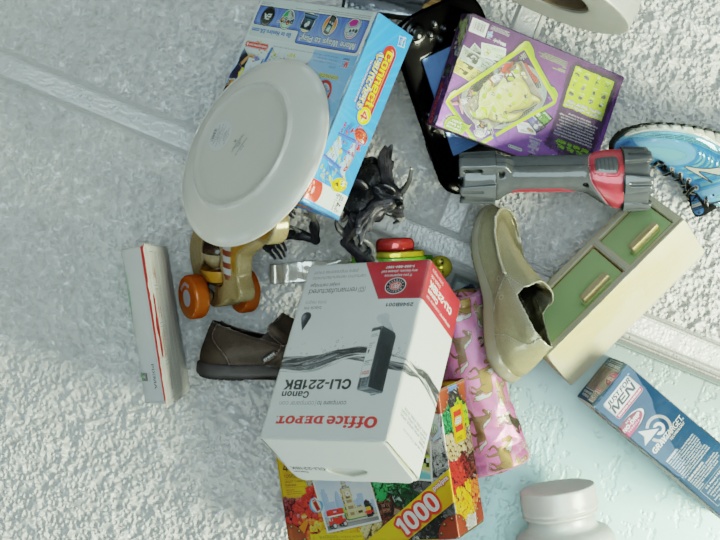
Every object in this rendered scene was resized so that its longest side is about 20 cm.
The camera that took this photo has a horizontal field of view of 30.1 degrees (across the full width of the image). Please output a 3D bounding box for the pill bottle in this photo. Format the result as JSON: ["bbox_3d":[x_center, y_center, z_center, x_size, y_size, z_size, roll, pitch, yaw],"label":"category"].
[{"bbox_3d":[0.220,0.328,1.411,0.109,0.111,0.203,-8,91,0],"label":"pill bottle"}]

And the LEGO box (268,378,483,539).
[{"bbox_3d":[0.017,0.199,1.386,0.197,0.077,0.151,-9,91,27],"label":"LEGO box"}]

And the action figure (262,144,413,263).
[{"bbox_3d":[-0.012,-0.063,1.376,0.198,0.102,0.120,-3,62,40],"label":"action figure"}]

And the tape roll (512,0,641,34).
[{"bbox_3d":[0.209,-0.347,1.356,0.201,0.203,0.141,25,90,-1],"label":"tape roll"}]

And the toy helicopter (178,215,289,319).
[{"bbox_3d":[-0.127,-0.036,1.374,0.078,0.199,0.134,-6,76,-32],"label":"toy helicopter"}]

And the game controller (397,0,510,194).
[{"bbox_3d":[0.104,-0.184,1.406,0.103,0.042,0.202,-22,113,-5],"label":"game controller"}]

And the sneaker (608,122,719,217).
[{"bbox_3d":[0.359,-0.104,1.423,0.197,0.078,0.091,14,94,0],"label":"sneaker"}]

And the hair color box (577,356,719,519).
[{"bbox_3d":[0.329,0.180,1.415,0.199,0.100,0.061,40,90,-1],"label":"hair color box"}]

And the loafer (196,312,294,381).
[{"bbox_3d":[-0.077,0.081,1.424,0.197,0.073,0.072,0,91,-1],"label":"loafer"}]

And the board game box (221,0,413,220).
[{"bbox_3d":[-0.063,-0.170,1.361,0.056,0.199,0.198,24,87,-42],"label":"board game box"}]

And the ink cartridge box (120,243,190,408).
[{"bbox_3d":[-0.215,0.055,1.360,0.049,0.200,0.164,-9,91,0],"label":"ink cartridge box"}]

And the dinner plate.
[{"bbox_3d":[-0.112,-0.121,1.322,0.024,0.199,0.202,29,91,-43],"label":"dinner plate"}]

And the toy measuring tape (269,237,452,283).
[{"bbox_3d":[0.000,0.000,1.425,0.197,0.074,0.075,-2,91,-1],"label":"toy measuring tape"}]

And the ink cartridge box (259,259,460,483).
[{"bbox_3d":[0.002,0.097,1.310,0.142,0.084,0.202,-3,56,29],"label":"ink cartridge box"}]

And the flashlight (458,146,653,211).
[{"bbox_3d":[0.201,-0.094,1.387,0.197,0.068,0.069,-2,107,5],"label":"flashlight"}]

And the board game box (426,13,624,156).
[{"bbox_3d":[0.175,-0.179,1.405,0.198,0.032,0.122,18,90,-25],"label":"board game box"}]

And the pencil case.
[{"bbox_3d":[0.118,0.120,1.419,0.082,0.086,0.203,-16,91,21],"label":"pencil case"}]

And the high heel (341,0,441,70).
[{"bbox_3d":[0.041,-0.194,1.428,0.140,0.071,0.203,7,94,-10],"label":"high heel"}]

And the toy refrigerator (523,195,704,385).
[{"bbox_3d":[0.258,0.015,1.412,0.200,0.076,0.070,-44,131,1],"label":"toy refrigerator"}]

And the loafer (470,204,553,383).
[{"bbox_3d":[0.163,0.018,1.391,0.068,0.075,0.203,-20,59,27],"label":"loafer"}]
